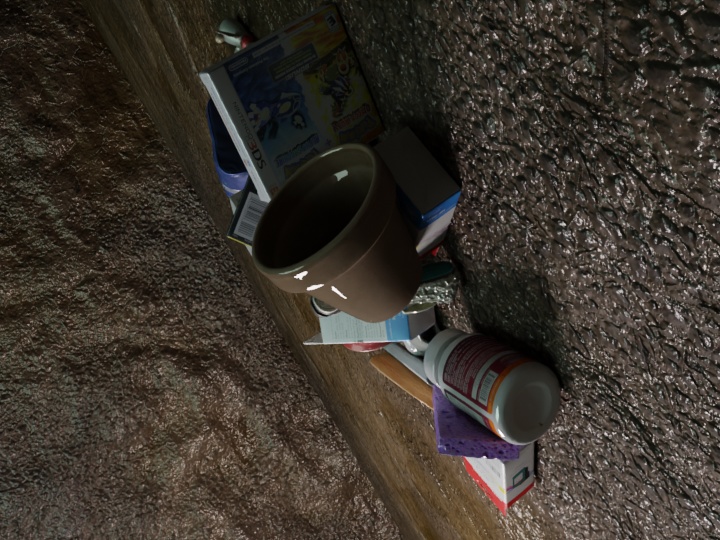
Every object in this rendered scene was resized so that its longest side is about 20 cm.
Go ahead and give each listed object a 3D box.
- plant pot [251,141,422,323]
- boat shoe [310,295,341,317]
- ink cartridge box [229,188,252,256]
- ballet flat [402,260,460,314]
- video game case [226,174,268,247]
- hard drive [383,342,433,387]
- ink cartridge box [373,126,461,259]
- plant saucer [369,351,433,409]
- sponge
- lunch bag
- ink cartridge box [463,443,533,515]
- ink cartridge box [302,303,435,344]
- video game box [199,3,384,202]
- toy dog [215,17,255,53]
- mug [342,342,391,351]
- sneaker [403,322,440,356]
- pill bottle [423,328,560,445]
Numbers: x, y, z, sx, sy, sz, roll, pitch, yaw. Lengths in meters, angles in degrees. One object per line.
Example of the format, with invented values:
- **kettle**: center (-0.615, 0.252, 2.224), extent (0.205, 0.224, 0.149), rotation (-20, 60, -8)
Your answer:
- **plant pot**: center (-0.009, -0.030, 0.865), extent (0.174, 0.201, 0.200), rotation (43, 175, -35)
- **boat shoe**: center (0.000, 0.000, 1.050), extent (0.067, 0.199, 0.057), rotation (49, 159, 6)
- **ink cartridge box**: center (-0.125, -0.113, 1.239), extent (0.088, 0.198, 0.146), rotation (54, 165, 20)
- **ballet flat**: center (0.048, 0.037, 0.981), extent (0.072, 0.195, 0.074), rotation (172, 90, -90)
- **video game case**: center (-0.084, -0.104, 1.019), extent (0.177, 0.203, 0.026), rotation (23, -158, -9)
- **hard drive**: center (0.116, 0.183, 1.269), extent (0.131, 0.027, 0.199), rotation (36, 177, -30)
- **ink cartridge box**: center (0.063, -0.086, 0.943), extent (0.117, 0.067, 0.201), rotation (52, 163, 17)
- **plant saucer**: center (0.107, 0.216, 1.317), extent (0.198, 0.038, 0.200), rotation (34, 178, 1)
- **sponge**: center (0.163, 0.216, 1.001), extent (0.200, 0.109, 0.031), rotation (-71, -16, -79)
- **lunch bag**: center (-0.229, -0.253, 1.362), extent (0.133, 0.133, 0.204), rotation (108, 151, -69)
- **ink cartridge box**: center (0.229, 0.312, 1.153), extent (0.116, 0.067, 0.202), rotation (46, 160, 39)
- **ink cartridge box**: center (0.009, 0.070, 1.108), extent (0.196, 0.115, 0.068), rotation (-5, 98, 27)
- **video game box**: center (-0.084, -0.219, 0.906), extent (0.047, 0.198, 0.185), rotation (27, 147, 57)
- **toy dog**: center (-0.208, -0.364, 1.209), extent (0.200, 0.095, 0.134), rotation (39, 156, 50)
- **mug**: center (-0.013, 0.022, 1.281), extent (0.177, 0.132, 0.203), rotation (34, 149, 51)
- **sneaker**: center (0.082, 0.055, 1.172), extent (0.201, 0.075, 0.092), rotation (53, 158, -9)
- **pill bottle**: center (0.176, 0.153, 0.962), extent (0.199, 0.108, 0.111), rotation (27, 146, 61)
